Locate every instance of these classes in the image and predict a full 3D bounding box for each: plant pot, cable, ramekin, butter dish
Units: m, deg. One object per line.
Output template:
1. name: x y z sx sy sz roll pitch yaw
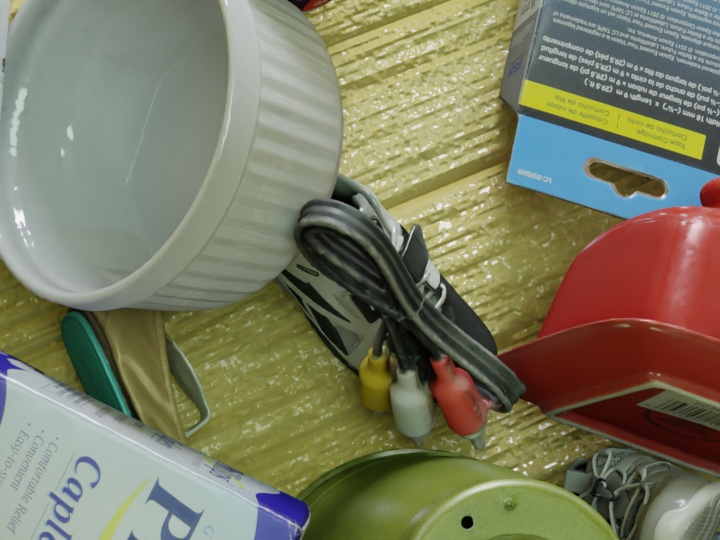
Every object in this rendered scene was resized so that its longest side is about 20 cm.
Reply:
1. plant pot: 0.054 0.182 1.393 0.199 0.193 0.202 3 79 -13
2. cable: 0.024 0.037 1.398 0.097 0.200 0.050 14 67 26
3. ramekin: -0.101 -0.071 1.402 0.105 0.200 0.201 16 73 -46
4. butter dish: 0.194 0.020 1.447 0.199 0.199 0.149 20 73 -20

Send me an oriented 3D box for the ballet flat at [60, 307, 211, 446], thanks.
1. ballet flat: -0.101 0.102 1.436 0.063 0.069 0.201 -16 85 -32

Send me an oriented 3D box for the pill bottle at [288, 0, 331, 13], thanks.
1. pill bottle: -0.036 -0.205 1.437 0.112 0.200 0.113 3 79 -14

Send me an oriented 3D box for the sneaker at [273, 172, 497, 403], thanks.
1. sneaker: 0.000 0.000 1.469 0.200 0.088 0.074 38 71 -7

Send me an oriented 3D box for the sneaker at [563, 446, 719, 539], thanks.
1. sneaker: 0.144 0.134 1.430 0.082 0.200 0.075 26 86 1

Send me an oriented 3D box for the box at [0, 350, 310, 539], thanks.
1. box: -0.151 0.161 1.341 0.199 0.105 0.185 26 89 -1

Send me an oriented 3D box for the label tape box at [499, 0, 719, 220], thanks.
1. label tape box: 0.160 -0.119 1.543 0.144 0.063 0.201 17 76 -12

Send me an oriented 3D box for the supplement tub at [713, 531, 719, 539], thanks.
1. supplement tub: 0.281 0.205 1.464 0.199 0.123 0.123 0 79 1

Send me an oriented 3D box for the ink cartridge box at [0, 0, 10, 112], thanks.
1. ink cartridge box: -0.251 -0.119 1.411 0.115 0.068 0.201 0 79 18
